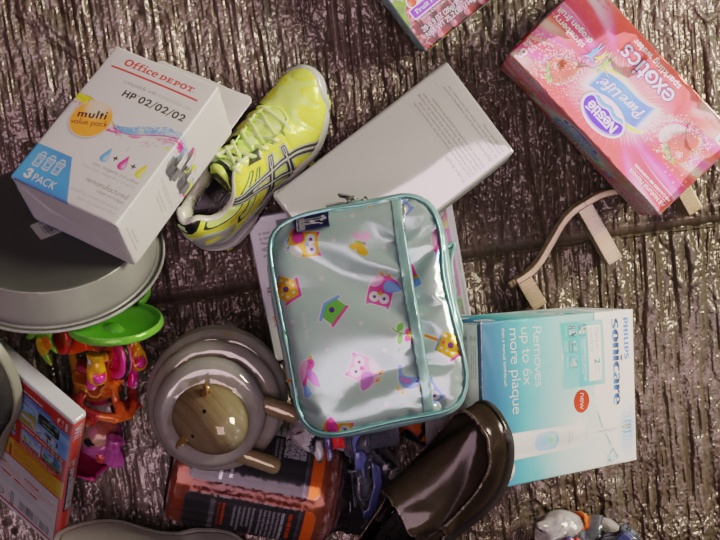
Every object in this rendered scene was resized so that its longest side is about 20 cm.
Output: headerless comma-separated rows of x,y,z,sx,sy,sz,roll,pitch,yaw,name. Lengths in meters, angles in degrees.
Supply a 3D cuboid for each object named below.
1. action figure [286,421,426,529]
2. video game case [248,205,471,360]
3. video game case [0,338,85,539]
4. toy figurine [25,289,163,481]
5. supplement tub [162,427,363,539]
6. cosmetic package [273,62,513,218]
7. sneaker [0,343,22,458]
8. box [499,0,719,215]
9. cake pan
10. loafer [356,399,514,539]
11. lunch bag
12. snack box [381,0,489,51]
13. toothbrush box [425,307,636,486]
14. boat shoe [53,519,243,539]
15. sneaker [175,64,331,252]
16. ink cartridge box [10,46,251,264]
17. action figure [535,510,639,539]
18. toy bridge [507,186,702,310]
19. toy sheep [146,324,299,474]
0.021,0.154,1.072,0.192,0.104,0.202,-1,98,-22,action figure
0.000,0.000,1.119,0.198,0.018,0.145,-11,100,0,video game case
-0.316,0.153,1.051,0.143,0.017,0.201,36,135,16,video game case
-0.249,0.111,1.061,0.149,0.199,0.186,-20,118,-40,toy figurine
-0.085,0.204,1.104,0.198,0.107,0.108,12,99,-5,supplement tub
0.030,-0.085,1.057,0.199,0.085,0.108,-36,88,0,cosmetic package
-0.357,0.135,0.982,0.075,0.106,0.201,36,135,15,sneaker
0.233,-0.155,1.052,0.103,0.095,0.200,-43,90,4,box
-0.275,-0.027,1.018,0.198,0.201,0.037,4,133,-3,cake pan
0.058,0.194,0.960,0.071,0.073,0.201,5,124,-44,loafer
0.010,0.034,0.966,0.159,0.077,0.202,-11,83,5,lunch bag
0.085,-0.328,1.044,0.199,0.068,0.169,-37,99,3,snack box
0.158,0.112,1.056,0.199,0.085,0.148,-2,91,-37,toothbrush box
-0.205,0.285,1.110,0.199,0.075,0.062,9,118,-35,boat shoe
-0.097,-0.103,1.061,0.075,0.076,0.201,35,95,15,sneaker
-0.195,-0.118,1.004,0.114,0.068,0.201,23,64,18,ink cartridge box
0.236,0.325,1.155,0.194,0.105,0.200,48,120,-2,action figure
0.230,-0.038,1.118,0.199,0.027,0.068,-31,97,3,toy bridge
-0.125,0.112,1.019,0.136,0.200,0.139,-1,100,-7,toy sheep
